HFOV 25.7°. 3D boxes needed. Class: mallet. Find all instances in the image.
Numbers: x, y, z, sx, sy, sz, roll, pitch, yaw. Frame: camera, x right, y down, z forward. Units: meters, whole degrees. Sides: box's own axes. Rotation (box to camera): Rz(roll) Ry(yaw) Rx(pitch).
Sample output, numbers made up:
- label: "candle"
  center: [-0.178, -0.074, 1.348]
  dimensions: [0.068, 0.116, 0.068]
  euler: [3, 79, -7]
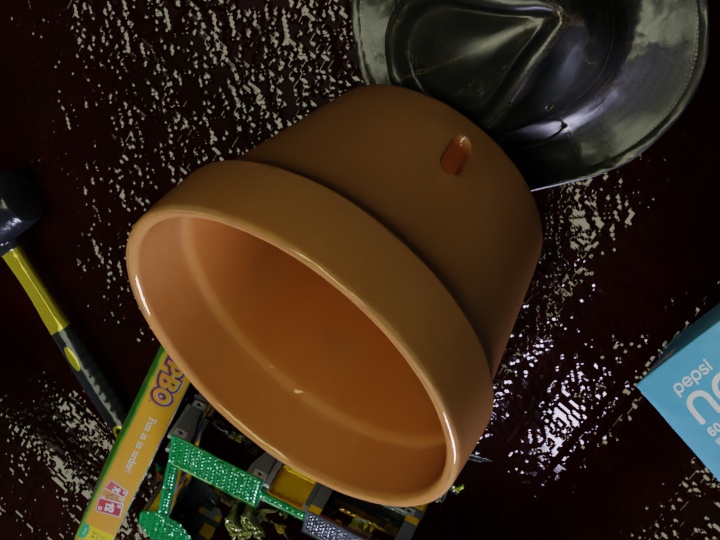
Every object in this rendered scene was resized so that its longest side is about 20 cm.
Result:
- label: "mallet"
  center: [-0.188, 0.027, 1.008]
  dimensions: [0.066, 0.041, 0.200]
  euler: [-35, 94, 28]

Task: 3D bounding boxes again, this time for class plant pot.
- label: "plant pot"
  center: [0.000, 0.000, 0.804]
  dimensions: [0.199, 0.140, 0.201]
  euler: [28, 149, 19]

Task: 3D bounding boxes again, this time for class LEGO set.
- label: "LEGO set"
  center: [-0.027, 0.119, 0.934]
  dimensions: [0.199, 0.116, 0.154]
  euler: [21, 140, 14]

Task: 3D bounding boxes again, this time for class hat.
- label: "hat"
  center: [0.071, -0.123, 0.802]
  dimensions: [0.199, 0.081, 0.202]
  euler: [8, 109, 23]

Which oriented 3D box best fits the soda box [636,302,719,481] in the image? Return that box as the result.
- label: "soda box"
  center: [0.236, 0.016, 0.779]
  dimensions: [0.068, 0.064, 0.200]
  euler: [49, 121, 3]

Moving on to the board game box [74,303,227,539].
- label: "board game box"
  center: [-0.115, 0.064, 0.939]
  dimensions: [0.030, 0.096, 0.201]
  euler: [22, 113, -6]
